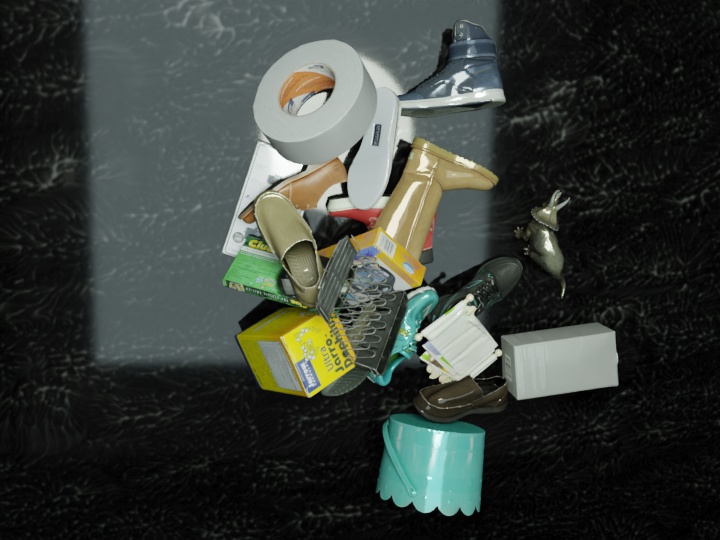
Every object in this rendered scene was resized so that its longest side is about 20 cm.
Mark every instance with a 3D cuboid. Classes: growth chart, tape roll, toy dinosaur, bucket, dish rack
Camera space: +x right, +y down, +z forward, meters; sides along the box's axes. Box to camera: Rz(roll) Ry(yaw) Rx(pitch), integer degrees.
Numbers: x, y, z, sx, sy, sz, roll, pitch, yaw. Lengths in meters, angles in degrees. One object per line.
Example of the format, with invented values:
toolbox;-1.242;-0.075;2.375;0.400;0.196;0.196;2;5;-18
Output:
growth chart;0.174;0.140;1.356;0.144;0.018;0.201;-33;132;4
tape roll;-0.074;-0.275;1.232;0.197;0.066;0.204;-10;61;19
toy dinosaur;0.329;-0.041;1.353;0.075;0.102;0.204;-9;99;-4
bucket;0.127;0.338;1.345;0.203;0.207;0.138;8;87;-7
dish rack;0.002;0.051;1.183;0.054;0.155;0.201;2;143;29

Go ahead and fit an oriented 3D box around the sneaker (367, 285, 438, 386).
sneaker;0.079;0.119;1.356;0.077;0.080;0.201;26;104;-45

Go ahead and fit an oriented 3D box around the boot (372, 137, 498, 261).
boot;0.123;-0.102;1.292;0.173;0.066;0.203;22;93;-8

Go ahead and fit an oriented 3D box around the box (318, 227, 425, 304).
box;0.000;0.000;1.286;0.119;0.198;0.042;39;52;-28

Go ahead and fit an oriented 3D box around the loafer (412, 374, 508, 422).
loafer;0.185;0.220;1.375;0.197;0.073;0.072;-4;124;-27

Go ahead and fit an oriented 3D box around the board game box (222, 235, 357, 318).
board game box;-0.113;0.008;1.231;0.197;0.106;0.024;16;141;12

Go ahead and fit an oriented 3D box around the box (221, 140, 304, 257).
box;-0.155;-0.111;1.314;0.115;0.060;0.203;18;97;-8

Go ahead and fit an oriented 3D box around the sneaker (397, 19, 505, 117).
sneaker;0.141;-0.346;1.303;0.198;0.077;0.149;-7;91;4

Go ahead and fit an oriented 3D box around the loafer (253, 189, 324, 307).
loafer;-0.103;-0.043;1.170;0.075;0.068;0.202;-29;80;-14

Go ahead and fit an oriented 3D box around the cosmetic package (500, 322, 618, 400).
cosmetic package;0.368;0.166;1.400;0.196;0.090;0.109;-6;100;-8

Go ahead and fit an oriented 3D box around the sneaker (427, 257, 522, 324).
sneaker;0.215;0.050;1.369;0.199;0.079;0.076;-36;101;-1

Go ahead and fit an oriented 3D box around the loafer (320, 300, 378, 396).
loafer;-0.008;0.137;1.331;0.201;0.070;0.075;-51;144;11

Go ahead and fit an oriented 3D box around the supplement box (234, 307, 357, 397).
supplement box;-0.111;0.132;1.274;0.109;0.199;0.110;-31;103;-29

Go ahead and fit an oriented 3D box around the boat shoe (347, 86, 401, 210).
boat shoe;0.030;-0.201;1.273;0.070;0.070;0.204;11;95;21

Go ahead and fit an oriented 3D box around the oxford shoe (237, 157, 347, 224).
oxford shoe;-0.110;-0.123;1.252;0.198;0.071;0.072;-30;105;-2

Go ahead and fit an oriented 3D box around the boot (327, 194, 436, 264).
boot;0.037;-0.062;1.338;0.196;0.072;0.147;1;100;-10
